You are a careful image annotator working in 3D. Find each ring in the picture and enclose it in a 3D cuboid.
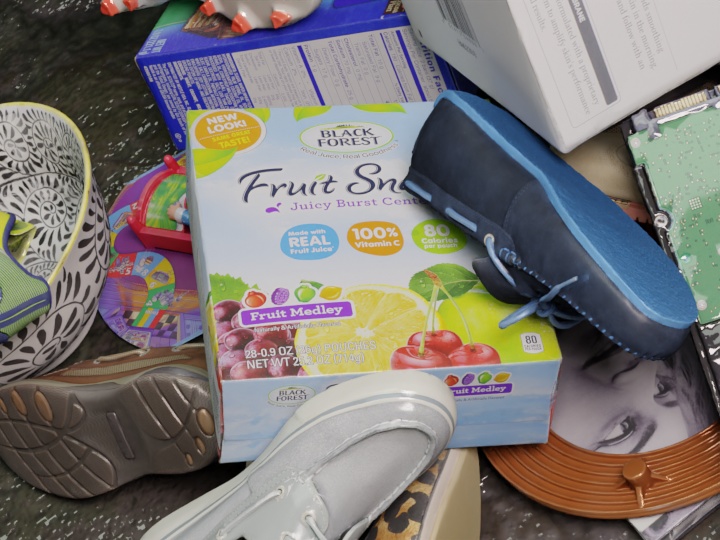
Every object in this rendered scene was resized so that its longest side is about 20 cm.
[{"bbox_3d":[0.145,0.036,1.125,0.200,0.019,0.201,-18,45,19],"label":"ring"}]

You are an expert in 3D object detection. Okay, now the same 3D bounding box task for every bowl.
[{"bbox_3d":[-0.219,0.007,1.336,0.200,0.094,0.201,-20,47,23],"label":"bowl"}]

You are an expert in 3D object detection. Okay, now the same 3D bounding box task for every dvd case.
[{"bbox_3d":[0.153,0.038,1.143,0.149,0.016,0.200,-38,44,-4],"label":"dvd case"}]

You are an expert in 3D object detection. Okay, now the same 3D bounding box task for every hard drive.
[{"bbox_3d":[0.218,0.000,1.051,0.140,0.038,0.200,-19,74,6],"label":"hard drive"}]

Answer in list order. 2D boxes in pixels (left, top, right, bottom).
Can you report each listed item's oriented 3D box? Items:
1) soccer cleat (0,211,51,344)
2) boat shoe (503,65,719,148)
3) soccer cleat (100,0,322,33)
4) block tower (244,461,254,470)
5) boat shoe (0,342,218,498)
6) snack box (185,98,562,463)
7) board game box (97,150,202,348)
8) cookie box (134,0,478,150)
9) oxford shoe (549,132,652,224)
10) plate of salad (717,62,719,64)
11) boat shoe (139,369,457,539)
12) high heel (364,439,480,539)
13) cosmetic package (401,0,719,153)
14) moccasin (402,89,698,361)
[{"bbox_3d":[-0.230,-0.019,1.266,0.084,0.065,0.200,-17,37,-16],"label":"soccer cleat"},{"bbox_3d":[0.153,-0.108,1.218,0.200,0.073,0.074,-44,42,-22],"label":"boat shoe"},{"bbox_3d":[-0.086,-0.186,1.310,0.200,0.069,0.078,10,45,46],"label":"soccer cleat"},{"bbox_3d":[-0.018,0.038,1.198,0.058,0.054,0.200,-52,23,42],"label":"block tower"},{"bbox_3d":[-0.131,0.081,1.250,0.200,0.076,0.072,-5,20,39],"label":"boat shoe"},{"bbox_3d":[0.000,0.000,1.136,0.168,0.068,0.200,-4,43,-9],"label":"snack box"},{"bbox_3d":[-0.085,-0.044,1.341,0.200,0.039,0.158,-28,44,7],"label":"board game box"},{"bbox_3d":[-0.012,-0.162,1.354,0.200,0.075,0.171,-6,37,26],"label":"cookie box"},{"bbox_3d":[0.191,-0.067,1.133,0.200,0.074,0.071,0,27,8],"label":"oxford shoe"},{"bbox_3d":[0.228,-0.160,1.195,0.200,0.048,0.200,1,34,0],"label":"plate of salad"},{"bbox_3d":[-0.030,0.125,1.058,0.201,0.070,0.072,-37,36,24],"label":"boat shoe"},{"bbox_3d":[-0.021,0.153,1.108,0.142,0.071,0.200,3,62,29],"label":"high heel"},{"bbox_3d":[0.128,-0.186,1.127,0.200,0.123,0.199,-29,30,-9],"label":"cosmetic package"},{"bbox_3d":[0.089,-0.010,1.063,0.068,0.080,0.200,-57,39,16],"label":"moccasin"}]
